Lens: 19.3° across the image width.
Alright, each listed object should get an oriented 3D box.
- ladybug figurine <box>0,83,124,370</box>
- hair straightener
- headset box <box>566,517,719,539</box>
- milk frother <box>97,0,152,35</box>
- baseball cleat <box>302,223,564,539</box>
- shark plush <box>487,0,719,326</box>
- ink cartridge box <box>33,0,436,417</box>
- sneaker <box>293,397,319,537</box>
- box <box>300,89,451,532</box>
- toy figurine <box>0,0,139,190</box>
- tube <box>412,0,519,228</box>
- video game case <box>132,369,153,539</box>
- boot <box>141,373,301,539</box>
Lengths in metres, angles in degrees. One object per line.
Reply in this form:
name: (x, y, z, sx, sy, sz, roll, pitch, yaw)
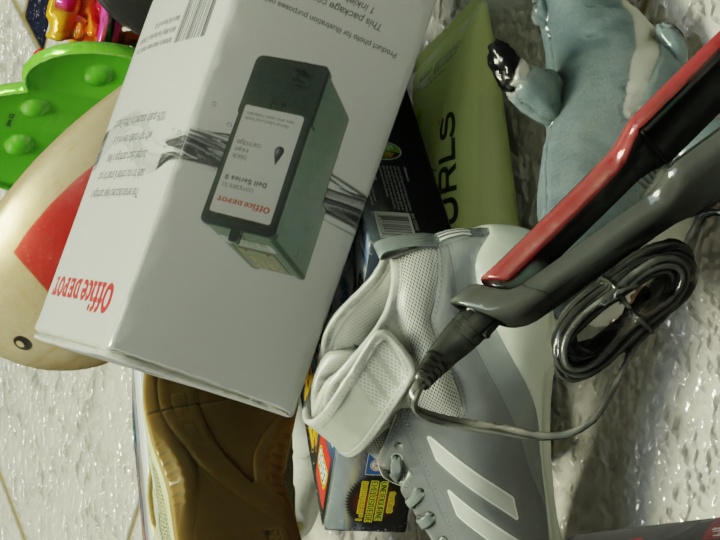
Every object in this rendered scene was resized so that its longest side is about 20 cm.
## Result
ladybug figurine: (-0.099, -0.026, 0.991, 0.200, 0.136, 0.072, -45, 68, 0)
hair straightener: (0.099, -0.011, 0.706, 0.200, 0.041, 0.077, -41, 61, 1)
headset box: (0.074, 0.154, 0.710, 0.075, 0.200, 0.148, 61, 152, -5)
milk frother: (-0.097, -0.211, 1.013, 0.188, 0.199, 0.182, -17, 83, 60)
baseball cleat: (0.031, 0.078, 0.821, 0.070, 0.106, 0.201, -115, 22, -72)
shark plush: (0.086, -0.073, 0.793, 0.091, 0.083, 0.201, -34, 59, 57)
ink cartridge box: (-0.052, -0.050, 0.867, 0.146, 0.084, 0.201, 6, 76, 71)
sneaker: (-0.066, 0.048, 1.084, 0.200, 0.073, 0.116, 56, 132, 46)
box: (0.000, 0.000, 0.926, 0.200, 0.040, 0.138, -103, 20, -59)
toy figurine: (-0.155, -0.161, 1.202, 0.200, 0.149, 0.185, 131, 143, -64)
tube: (0.044, -0.013, 0.910, 0.058, 0.052, 0.201, -11, 71, 25)
video game case: (-0.104, 0.149, 1.139, 0.182, 0.024, 0.201, 110, 154, -72)
boot: (-0.070, 0.126, 0.975, 0.155, 0.072, 0.201, 106, 159, -48)
